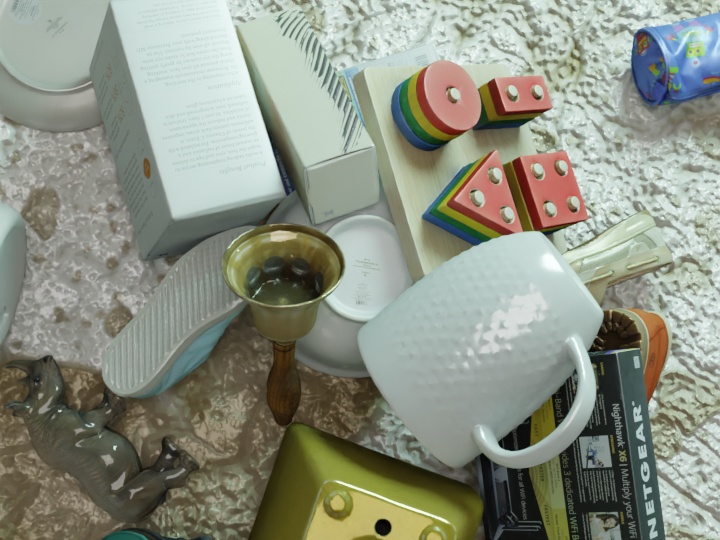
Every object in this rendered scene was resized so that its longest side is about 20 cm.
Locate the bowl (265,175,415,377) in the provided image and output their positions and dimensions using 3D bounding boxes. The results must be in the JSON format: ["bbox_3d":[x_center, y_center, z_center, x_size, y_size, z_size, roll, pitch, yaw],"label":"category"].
[{"bbox_3d":[0.000,0.000,1.060,0.200,0.090,0.202,0,86,-6],"label":"bowl"}]

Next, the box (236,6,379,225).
[{"bbox_3d":[-0.050,-0.145,1.045,0.068,0.082,0.201,-19,55,-10],"label":"box"}]

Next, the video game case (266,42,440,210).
[{"bbox_3d":[0.002,-0.131,1.129,0.199,0.018,0.144,-18,83,-8],"label":"video game case"}]

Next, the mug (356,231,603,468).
[{"bbox_3d":[0.117,0.072,0.945,0.175,0.148,0.200,-39,46,12],"label":"mug"}]

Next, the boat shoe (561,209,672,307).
[{"bbox_3d":[0.210,0.014,1.098,0.199,0.072,0.065,-28,83,-14],"label":"boat shoe"}]

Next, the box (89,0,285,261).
[{"bbox_3d":[-0.162,-0.129,1.037,0.106,0.152,0.201,-15,83,-23],"label":"box"}]

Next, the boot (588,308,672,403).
[{"bbox_3d":[0.243,0.130,1.077,0.075,0.107,0.201,22,106,31],"label":"boot"}]

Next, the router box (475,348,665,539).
[{"bbox_3d":[0.182,0.177,1.023,0.157,0.052,0.201,-9,85,37],"label":"router box"}]

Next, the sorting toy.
[{"bbox_3d":[0.112,-0.104,1.059,0.198,0.069,0.201,-10,80,-40],"label":"sorting toy"}]

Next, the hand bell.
[{"bbox_3d":[-0.067,0.068,1.013,0.103,0.201,0.104,2,41,-1],"label":"hand bell"}]

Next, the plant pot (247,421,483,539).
[{"bbox_3d":[-0.001,0.247,0.973,0.193,0.200,0.196,20,78,-1],"label":"plant pot"}]

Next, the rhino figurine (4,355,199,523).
[{"bbox_3d":[-0.248,0.148,1.040,0.200,0.060,0.088,39,76,4],"label":"rhino figurine"}]

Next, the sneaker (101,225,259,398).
[{"bbox_3d":[-0.150,0.038,1.053,0.200,0.082,0.074,-41,75,0],"label":"sneaker"}]

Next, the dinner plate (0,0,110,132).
[{"bbox_3d":[-0.293,-0.235,1.120,0.199,0.024,0.201,1,79,-4],"label":"dinner plate"}]

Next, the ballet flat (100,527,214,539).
[{"bbox_3d":[-0.160,0.260,0.984,0.073,0.200,0.074,9,75,-38],"label":"ballet flat"}]

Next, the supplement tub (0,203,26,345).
[{"bbox_3d":[-0.411,-0.005,1.008,0.199,0.145,0.146,11,80,-3],"label":"supplement tub"}]

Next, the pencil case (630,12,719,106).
[{"bbox_3d":[0.375,-0.216,1.145,0.199,0.078,0.087,-10,59,-6],"label":"pencil case"}]
